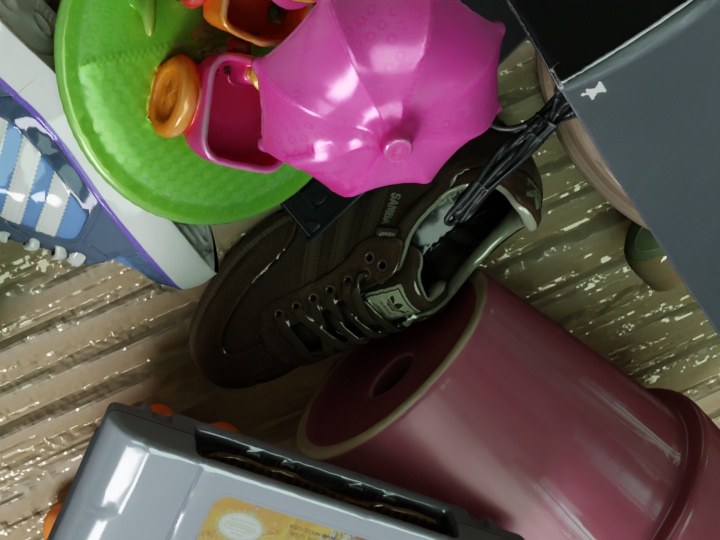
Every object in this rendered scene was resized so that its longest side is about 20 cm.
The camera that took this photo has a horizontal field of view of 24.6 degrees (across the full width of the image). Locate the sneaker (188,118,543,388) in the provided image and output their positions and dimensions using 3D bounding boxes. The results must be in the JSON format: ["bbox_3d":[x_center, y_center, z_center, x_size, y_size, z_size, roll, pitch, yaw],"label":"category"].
[{"bbox_3d":[0.000,0.000,0.805,0.199,0.076,0.071,-38,122,8],"label":"sneaker"}]

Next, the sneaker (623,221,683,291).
[{"bbox_3d":[0.186,-0.089,0.815,0.090,0.067,0.200,39,106,-20],"label":"sneaker"}]

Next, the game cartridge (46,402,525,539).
[{"bbox_3d":[-0.040,0.143,0.722,0.198,0.042,0.134,20,109,-17],"label":"game cartridge"}]

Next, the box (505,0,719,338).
[{"bbox_3d":[0.121,-0.070,0.641,0.078,0.142,0.200,-31,136,11],"label":"box"}]

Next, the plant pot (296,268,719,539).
[{"bbox_3d":[0.072,0.106,0.831,0.200,0.200,0.179,-40,106,10],"label":"plant pot"}]

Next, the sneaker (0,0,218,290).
[{"bbox_3d":[-0.173,-0.039,0.742,0.145,0.081,0.200,-30,126,14],"label":"sneaker"}]

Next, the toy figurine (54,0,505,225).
[{"bbox_3d":[-0.012,-0.106,0.641,0.149,0.183,0.203,9,94,-33],"label":"toy figurine"}]

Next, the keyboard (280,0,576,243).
[{"bbox_3d":[0.041,-0.089,0.762,0.200,0.021,0.127,-43,80,12],"label":"keyboard"}]

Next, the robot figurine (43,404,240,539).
[{"bbox_3d":[-0.091,0.171,0.856,0.142,0.117,0.202,-7,121,-9],"label":"robot figurine"}]

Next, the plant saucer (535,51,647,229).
[{"bbox_3d":[0.175,-0.100,0.761,0.198,0.029,0.203,7,110,18],"label":"plant saucer"}]
